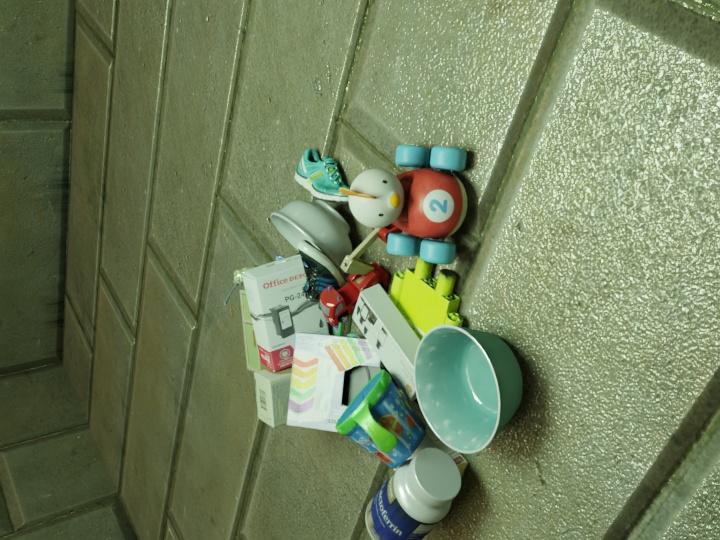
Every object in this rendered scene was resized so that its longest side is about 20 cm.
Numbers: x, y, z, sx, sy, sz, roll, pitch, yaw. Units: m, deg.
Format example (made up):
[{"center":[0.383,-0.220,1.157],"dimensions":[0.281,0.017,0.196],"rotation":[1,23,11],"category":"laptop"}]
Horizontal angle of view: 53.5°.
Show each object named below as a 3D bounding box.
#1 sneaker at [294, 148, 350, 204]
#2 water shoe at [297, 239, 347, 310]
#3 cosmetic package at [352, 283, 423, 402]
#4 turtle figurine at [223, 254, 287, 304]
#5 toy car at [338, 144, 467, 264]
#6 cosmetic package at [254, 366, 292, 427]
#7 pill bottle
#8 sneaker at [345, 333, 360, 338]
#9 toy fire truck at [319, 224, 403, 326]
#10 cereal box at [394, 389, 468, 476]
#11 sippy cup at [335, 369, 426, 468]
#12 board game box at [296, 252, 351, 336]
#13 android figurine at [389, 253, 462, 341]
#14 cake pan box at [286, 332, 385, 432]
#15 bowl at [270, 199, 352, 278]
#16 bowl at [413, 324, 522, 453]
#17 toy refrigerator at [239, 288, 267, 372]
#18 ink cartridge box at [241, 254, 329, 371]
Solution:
[{"center":[-0.071,-0.191,1.466],"dimensions":[0.199,0.076,0.082],"rotation":[37,114,42],"category":"sneaker"},{"center":[-0.078,0.023,1.375],"dimensions":[0.071,0.079,0.201],"rotation":[36,168,39],"category":"water shoe"},{"center":[0.060,0.131,1.304],"dimensions":[0.202,0.050,0.084],"rotation":[54,149,26],"category":"cosmetic package"},{"center":[-0.234,0.060,1.641],"dimensions":[0.194,0.140,0.206],"rotation":[154,131,-78],"category":"turtle figurine"},{"center":[0.057,-0.115,1.175],"dimensions":[0.175,0.196,0.190],"rotation":[15,101,51],"category":"toy car"},{"center":[-0.123,0.247,1.523],"dimensions":[0.070,0.196,0.109],"rotation":[13,109,51],"category":"cosmetic package"},{"center":[0.094,0.407,1.268],"dimensions":[0.117,0.113,0.202],"rotation":[57,137,28],"category":"pill bottle"},{"center":[-0.021,0.235,1.472],"dimensions":[0.077,0.089,0.207],"rotation":[1,99,52],"category":"sneaker"},{"center":[0.000,0.000,1.344],"dimensions":[0.049,0.198,0.143],"rotation":[41,160,34],"category":"toy fire truck"},{"center":[0.110,0.347,1.360],"dimensions":[0.200,0.039,0.147],"rotation":[46,132,37],"category":"cereal box"},{"center":[0.044,0.271,1.269],"dimensions":[0.130,0.178,0.140],"rotation":[42,130,-1],"category":"sippy cup"},{"center":[-0.086,0.061,1.576],"dimensions":[0.199,0.029,0.138],"rotation":[34,124,45],"category":"board game box"},{"center":[0.115,0.079,1.294],"dimensions":[0.181,0.040,0.205],"rotation":[40,127,42],"category":"android figurine"},{"center":[-0.043,0.225,1.421],"dimensions":[0.194,0.052,0.190],"rotation":[5,85,17],"category":"cake pan box"},{"center":[-0.083,-0.078,1.455],"dimensions":[0.200,0.091,0.202],"rotation":[39,168,9],"category":"bowl"},{"center":[0.186,0.181,1.163],"dimensions":[0.198,0.103,0.207],"rotation":[15,110,51],"category":"bowl"},{"center":[-0.254,0.148,1.793],"dimensions":[0.075,0.069,0.207],"rotation":[5,101,53],"category":"toy refrigerator"},{"center":[-0.153,0.086,1.505],"dimensions":[0.083,0.142,0.206],"rotation":[18,121,61],"category":"ink cartridge box"}]
